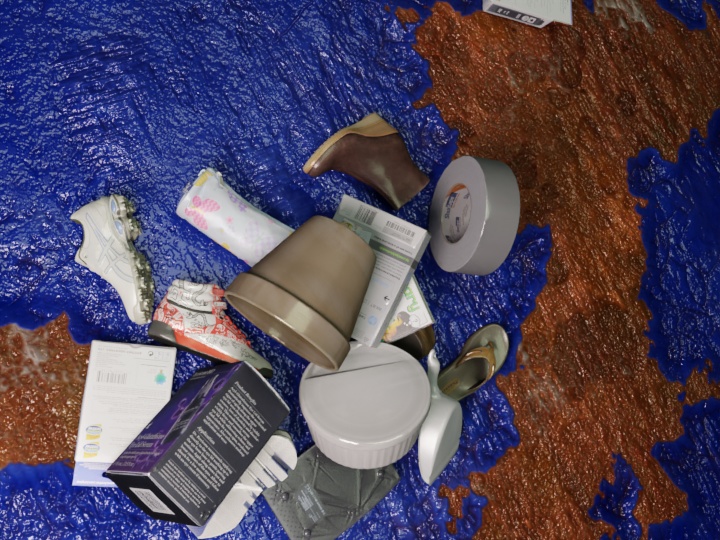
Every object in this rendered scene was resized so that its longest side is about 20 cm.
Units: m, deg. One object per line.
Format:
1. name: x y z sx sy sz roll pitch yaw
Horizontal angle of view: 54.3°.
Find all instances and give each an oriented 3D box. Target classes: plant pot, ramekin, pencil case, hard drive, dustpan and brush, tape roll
1. plant pot: -0.070 0.021 1.025 0.200 0.200 0.174 36 75 -11
2. ramekin: 0.007 0.209 1.072 0.202 0.094 0.203 0 40 0
3. pencil case: -0.190 -0.073 1.106 0.200 0.083 0.091 37 81 -11
4. hard drive: -0.047 0.332 1.091 0.200 0.042 0.135 -32 91 -27
5. dustpan and brush: 0.125 0.223 1.132 0.140 0.057 0.200 -29 130 -57
6. tape roll: 0.191 -0.093 1.207 0.066 0.200 0.201 5 75 -21

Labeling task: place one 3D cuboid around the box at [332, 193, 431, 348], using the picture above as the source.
1. box: 0.000 0.000 1.114 0.156 0.041 0.200 25 88 21

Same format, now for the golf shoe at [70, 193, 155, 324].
1. golf shoe: -0.365 -0.009 1.036 0.097 0.078 0.200 -16 81 -5

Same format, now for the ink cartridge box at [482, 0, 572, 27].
1. ink cartridge box: 0.354 -0.620 1.489 0.200 0.043 0.199 8 74 -19

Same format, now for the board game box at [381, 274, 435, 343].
1. board game box: 0.024 0.020 1.154 0.126 0.035 0.200 -26 81 12

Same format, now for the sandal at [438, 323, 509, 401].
1. sandal: 0.195 0.168 1.226 0.200 0.055 0.082 -34 92 -26

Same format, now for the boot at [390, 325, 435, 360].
1. boot: 0.063 0.059 1.204 0.075 0.074 0.200 -16 78 -55

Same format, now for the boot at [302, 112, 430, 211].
1. boot: 0.016 -0.172 1.222 0.200 0.072 0.166 -38 91 -29

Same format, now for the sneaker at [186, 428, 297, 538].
1. sneaker: -0.169 0.300 1.030 0.199 0.115 0.081 -38 92 4

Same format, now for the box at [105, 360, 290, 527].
1. box: -0.218 0.231 0.955 0.104 0.148 0.200 52 51 -18

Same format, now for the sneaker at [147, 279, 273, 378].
1. sneaker: -0.210 0.086 1.068 0.201 0.067 0.108 24 69 -15

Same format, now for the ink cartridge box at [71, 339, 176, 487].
1. ink cartridge box: -0.336 0.205 1.001 0.119 0.042 0.200 9 71 -22
